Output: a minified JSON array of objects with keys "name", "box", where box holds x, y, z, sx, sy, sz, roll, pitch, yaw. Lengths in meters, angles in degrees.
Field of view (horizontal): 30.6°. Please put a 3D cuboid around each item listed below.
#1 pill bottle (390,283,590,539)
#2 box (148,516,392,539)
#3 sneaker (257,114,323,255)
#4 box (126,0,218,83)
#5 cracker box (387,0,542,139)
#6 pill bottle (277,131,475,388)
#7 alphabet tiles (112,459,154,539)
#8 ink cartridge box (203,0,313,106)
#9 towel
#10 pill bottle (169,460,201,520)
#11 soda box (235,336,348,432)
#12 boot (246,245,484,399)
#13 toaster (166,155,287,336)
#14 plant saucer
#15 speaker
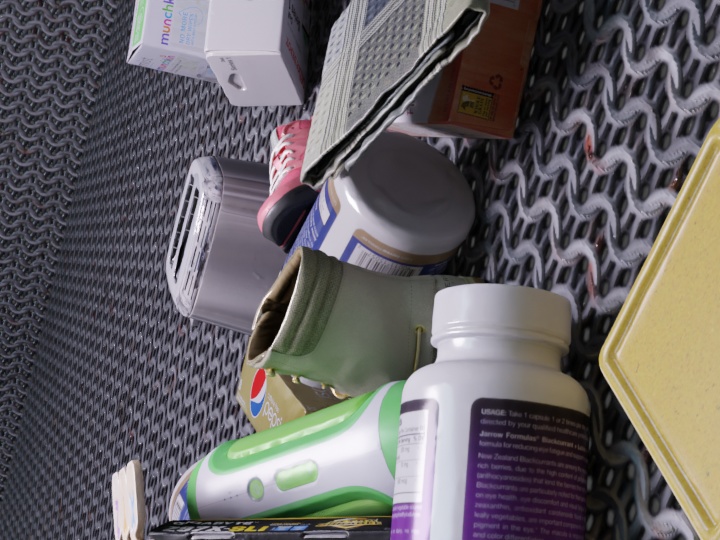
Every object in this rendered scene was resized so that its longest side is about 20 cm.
[{"name":"pill bottle","box":[0.075,0.115,0.751,0.111,0.110,0.203,154,124,-65]},{"name":"box","box":[-0.045,0.255,0.802,0.049,0.157,0.203,2,-96,-76]},{"name":"sneaker","box":[-0.050,-0.078,1.085,0.074,0.087,0.200,-53,-5,27]},{"name":"box","box":[-0.165,-0.326,1.515,0.097,0.174,0.203,167,113,-68]},{"name":"cracker box","box":[0.064,-0.171,0.992,0.200,0.057,0.136,-163,85,-70]},{"name":"pill bottle","box":[0.000,0.000,1.007,0.201,0.110,0.112,121,152,-43]},{"name":"alphabet tiles","box":[-0.147,0.225,0.838,0.200,0.014,0.199,143,122,-68]},{"name":"ink cartridge box","box":[-0.100,-0.290,1.377,0.145,0.083,0.203,63,-149,-74]},{"name":"towel","box":[0.032,-0.165,0.903,0.192,0.034,0.201,-41,26,37]},{"name":"pill bottle","box":[-0.094,0.238,1.128,0.200,0.110,0.113,-147,69,-68]},{"name":"soda box","box":[-0.052,0.122,1.151,0.200,0.067,0.065,-141,64,-67]},{"name":"boot","box":[-0.010,0.079,0.933,0.072,0.153,0.202,-110,36,-54]},{"name":"toaster","box":[-0.114,-0.031,1.305,0.114,0.128,0.202,-121,45,-59]},{"name":"plant saucer","box":[0.179,0.030,0.601,0.201,0.048,0.202,-113,38,-55]},{"name":"speaker","box":[-0.025,0.135,0.875,0.199,0.088,0.090,-24,55,36]}]
